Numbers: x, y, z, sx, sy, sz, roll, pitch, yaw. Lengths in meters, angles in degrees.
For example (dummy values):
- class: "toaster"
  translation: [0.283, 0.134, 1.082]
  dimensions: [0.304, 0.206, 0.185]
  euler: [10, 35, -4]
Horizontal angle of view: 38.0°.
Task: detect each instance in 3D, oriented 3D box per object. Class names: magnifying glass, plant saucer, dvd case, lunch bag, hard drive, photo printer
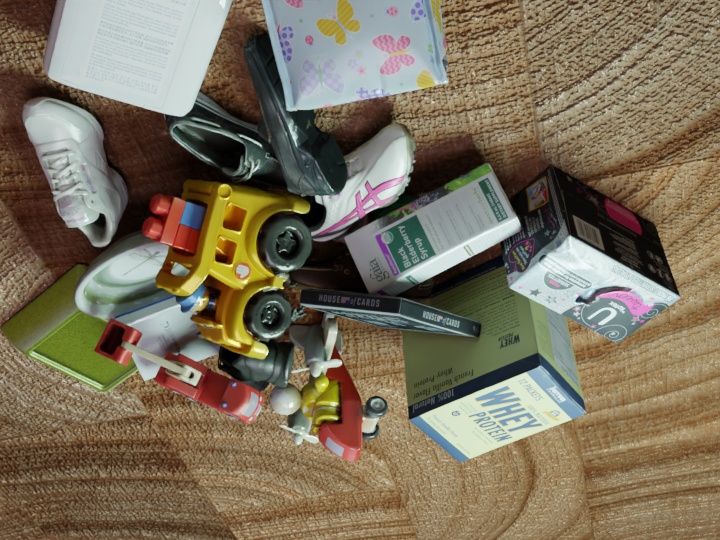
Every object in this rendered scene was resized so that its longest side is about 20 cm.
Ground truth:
- class: "magnifying glass"
  translation: [0.055, -0.022, 1.391]
  dimensions: [0.079, 0.022, 0.200]
  euler: [0, 140, -1]
- class: "plant saucer"
  translation: [-0.272, -0.007, 1.338]
  dimensions: [0.199, 0.050, 0.200]
  euler: [-20, 158, -9]
- class: "plant saucer"
  translation: [-0.376, 0.098, 1.481]
  dimensions: [0.199, 0.048, 0.200]
  euler: [-34, 130, 30]
- class: "dvd case"
  translation: [0.041, 0.055, 1.318]
  dimensions: [0.150, 0.025, 0.200]
  euler: [4, 172, 35]
- class: "lunch bag"
  translation: [-0.007, -0.275, 1.024]
  dimensions: [0.169, 0.127, 0.201]
  euler: [-10, 113, 9]
- class: "hard drive"
  translation: [-0.220, 0.073, 1.430]
  dimensions: [0.199, 0.025, 0.132]
  euler: [-20, 141, -8]
- class: "photo printer"
  translation: [-0.223, -0.264, 1.065]
  dimensions: [0.166, 0.070, 0.200]
  euler: [14, 135, -18]

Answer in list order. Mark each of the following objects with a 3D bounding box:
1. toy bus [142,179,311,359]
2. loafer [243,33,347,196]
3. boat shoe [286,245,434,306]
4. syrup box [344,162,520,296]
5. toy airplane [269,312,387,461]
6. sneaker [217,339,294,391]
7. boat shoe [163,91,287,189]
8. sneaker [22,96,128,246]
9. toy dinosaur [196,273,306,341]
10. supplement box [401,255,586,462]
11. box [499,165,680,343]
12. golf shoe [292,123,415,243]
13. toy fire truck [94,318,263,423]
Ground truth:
- class: "toy bus"
  translation: [-0.174, -0.012, 1.223]
  dimensions: [0.192, 0.201, 0.136]
  euler: [15, 179, -36]
- class: "loafer"
  translation: [-0.088, -0.165, 1.167]
  dimensions: [0.072, 0.073, 0.200]
  euler: [-9, 118, 30]
- class: "boat shoe"
  translation: [0.000, 0.000, 1.371]
  dimensions: [0.199, 0.070, 0.071]
  euler: [6, 106, 13]
- class: "syrup box"
  translation: [0.088, -0.044, 1.277]
  dimensions: [0.200, 0.079, 0.081]
  euler: [-27, 166, 7]
- class: "toy airplane"
  translation: [-0.064, 0.155, 1.457]
  dimensions: [0.141, 0.199, 0.201]
  euler: [-12, 100, -22]
- class: "sneaker"
  translation: [-0.154, 0.120, 1.425]
  dimensions: [0.090, 0.076, 0.200]
  euler: [13, 165, -18]
- class: "boat shoe"
  translation: [-0.145, -0.134, 1.215]
  dimensions: [0.200, 0.071, 0.072]
  euler: [25, 131, -29]
- class: "sneaker"
  translation: [-0.326, -0.112, 1.209]
  dimensions: [0.075, 0.100, 0.200]
  euler: [-12, 136, 13]
- class: "toy dinosaur"
  translation: [-0.126, 0.045, 1.363]
  dimensions: [0.200, 0.088, 0.047]
  euler: [-47, 146, 12]
- class: "supplement box"
  translation: [0.175, 0.116, 1.420]
  dimensions: [0.200, 0.200, 0.134]
  euler: [-26, 133, 24]
- class: "box"
  translation: [0.285, -0.015, 1.328]
  dimensions: [0.200, 0.132, 0.115]
  euler: [25, 130, -27]
- class: "golf shoe"
  translation: [-0.010, -0.099, 1.245]
  dimensions: [0.092, 0.073, 0.200]
  euler: [1, 143, -39]
- class: "toy fire truck"
  translation: [-0.231, 0.134, 1.357]
  dimensions: [0.199, 0.049, 0.141]
  euler: [22, 168, 13]
